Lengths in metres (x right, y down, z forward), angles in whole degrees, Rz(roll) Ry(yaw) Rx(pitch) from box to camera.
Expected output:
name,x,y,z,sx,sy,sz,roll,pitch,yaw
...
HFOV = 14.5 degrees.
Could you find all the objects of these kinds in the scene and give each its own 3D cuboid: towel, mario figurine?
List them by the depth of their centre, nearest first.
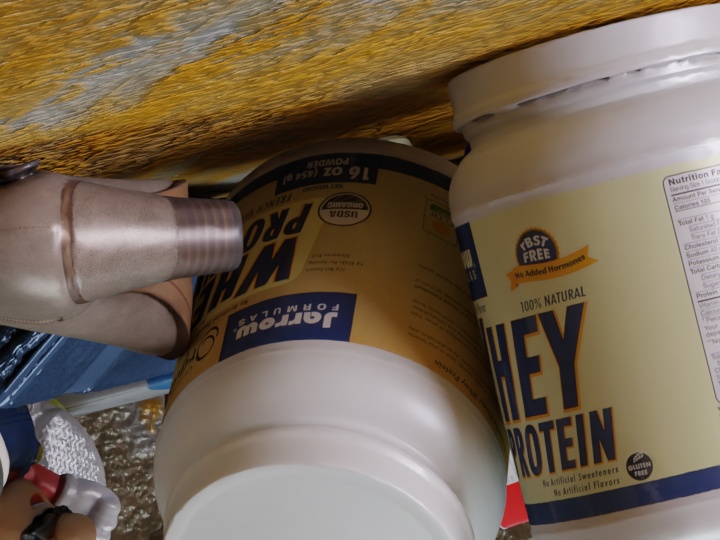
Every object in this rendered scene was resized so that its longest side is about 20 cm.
name,x,y,z,sx,sy,sz,roll,pitch,yaw
towel,-0.116,0.009,1.311,0.112,0.049,0.200,-47,166,17
mario figurine,-0.162,0.088,1.336,0.123,0.201,0.106,-12,177,-33

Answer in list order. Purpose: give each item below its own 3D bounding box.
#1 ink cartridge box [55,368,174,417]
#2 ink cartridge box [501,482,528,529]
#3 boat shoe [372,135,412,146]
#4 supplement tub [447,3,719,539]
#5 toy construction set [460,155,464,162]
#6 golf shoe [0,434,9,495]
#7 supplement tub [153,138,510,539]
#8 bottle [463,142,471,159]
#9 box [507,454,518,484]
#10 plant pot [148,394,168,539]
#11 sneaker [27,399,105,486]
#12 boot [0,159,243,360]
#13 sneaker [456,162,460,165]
name,x,y,z,sx,sy,sz,roll,pitch,yaw
ink cartridge box,-0.144,0.033,1.503,0.199,0.084,0.145,-15,178,18
ink cartridge box,0.107,0.038,1.624,0.067,0.201,0.116,-17,176,37
boat shoe,-0.002,0.001,1.354,0.073,0.063,0.201,-16,158,-17
supplement tub,0.117,0.007,1.117,0.145,0.201,0.145,-14,177,-1
toy construction set,0.117,-0.029,1.450,0.200,0.092,0.131,-28,162,9
golf shoe,-0.181,0.037,1.141,0.088,0.077,0.200,-17,-150,-29
supplement tub,-0.007,0.056,1.175,0.144,0.145,0.200,-15,-144,19
bottle,0.150,-0.052,1.282,0.199,0.084,0.065,-18,177,-7
box,0.058,0.034,1.345,0.041,0.039,0.200,-20,143,7
plant pot,-0.035,0.086,1.623,0.200,0.175,0.200,-12,174,-1
sneaker,-0.226,0.076,1.422,0.200,0.076,0.105,33,155,-22
boot,-0.134,-0.002,1.108,0.146,0.070,0.200,-3,169,-16
sneaker,0.135,-0.039,1.539,0.199,0.079,0.066,-15,175,-5
